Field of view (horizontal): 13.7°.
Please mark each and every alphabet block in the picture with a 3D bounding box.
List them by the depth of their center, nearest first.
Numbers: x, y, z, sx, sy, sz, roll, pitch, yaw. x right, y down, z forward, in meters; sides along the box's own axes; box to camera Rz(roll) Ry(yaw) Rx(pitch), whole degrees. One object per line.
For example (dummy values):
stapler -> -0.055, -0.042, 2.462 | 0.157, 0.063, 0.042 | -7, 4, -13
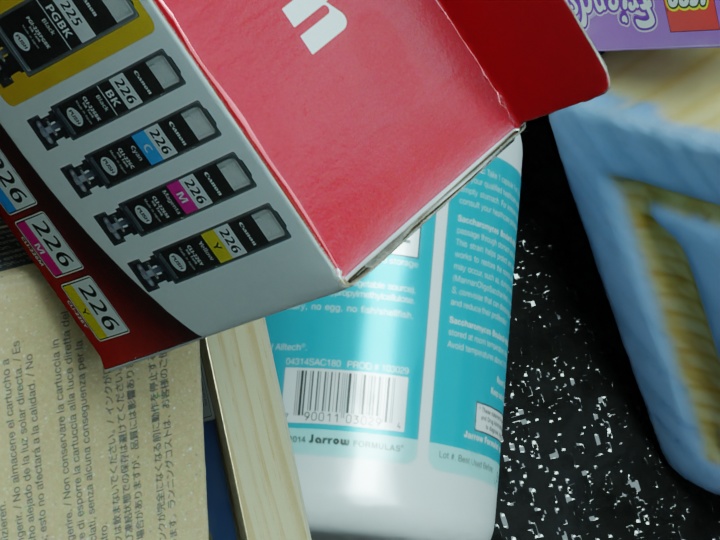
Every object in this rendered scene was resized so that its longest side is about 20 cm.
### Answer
alphabet block -> 0.220, -0.025, 1.094 | 0.200, 0.196, 0.195 | -40, 129, -25

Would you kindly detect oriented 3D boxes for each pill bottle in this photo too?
pill bottle -> 0.000, 0.000, 1.063 | 0.111, 0.111, 0.200 | 11, 77, -23

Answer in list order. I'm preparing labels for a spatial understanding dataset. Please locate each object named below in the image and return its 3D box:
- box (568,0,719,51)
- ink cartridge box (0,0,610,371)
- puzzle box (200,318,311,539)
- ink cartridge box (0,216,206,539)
box -> 0.071, -0.147, 1.058 | 0.039, 0.200, 0.137 | -17, 101, -31
ink cartridge box -> -0.056, -0.089, 0.799 | 0.084, 0.176, 0.200 | -42, 102, -34
puzzle box -> -0.057, 0.108, 1.006 | 0.025, 0.133, 0.200 | -9, 85, -32
ink cartridge box -> -0.131, 0.092, 0.912 | 0.165, 0.075, 0.200 | -15, 113, -35
